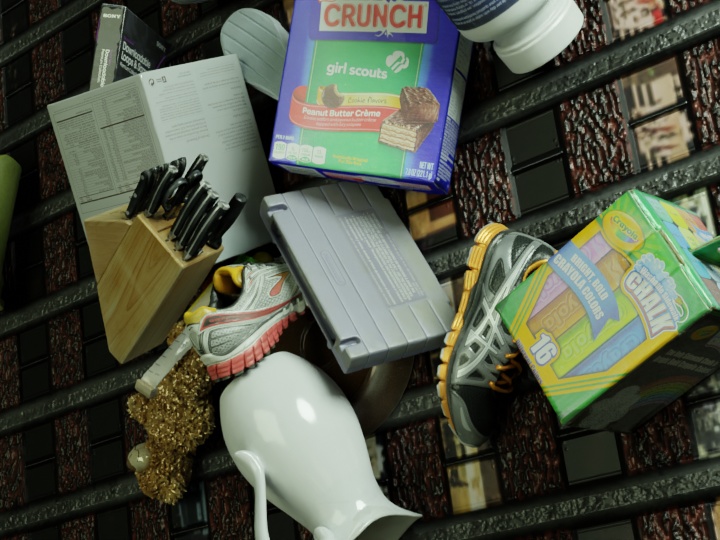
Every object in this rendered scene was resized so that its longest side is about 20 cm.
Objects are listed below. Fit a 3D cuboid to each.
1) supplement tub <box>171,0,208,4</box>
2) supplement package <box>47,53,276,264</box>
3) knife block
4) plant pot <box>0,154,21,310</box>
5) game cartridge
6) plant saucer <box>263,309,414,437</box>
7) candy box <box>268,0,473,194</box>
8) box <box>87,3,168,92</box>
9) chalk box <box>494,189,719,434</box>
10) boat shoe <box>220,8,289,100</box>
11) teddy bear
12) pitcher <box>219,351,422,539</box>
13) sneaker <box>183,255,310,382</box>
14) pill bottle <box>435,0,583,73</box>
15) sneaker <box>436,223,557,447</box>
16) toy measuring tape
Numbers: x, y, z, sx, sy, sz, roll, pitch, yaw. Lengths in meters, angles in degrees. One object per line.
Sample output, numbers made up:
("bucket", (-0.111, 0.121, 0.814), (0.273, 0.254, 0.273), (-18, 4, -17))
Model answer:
("supplement tub", (-0.133, -0.371, 1.410), (0.199, 0.132, 0.133), (-4, 79, 38))
("supplement package", (-0.200, -0.103, 1.358), (0.150, 0.151, 0.201), (-10, 99, 38))
("knife block", (-0.174, -0.008, 1.233), (0.175, 0.064, 0.202), (4, 110, 36))
("plant pot", (-0.522, -0.069, 1.650), (0.199, 0.200, 0.186), (4, 73, 40))
("game cartridge", (0.000, 0.000, 1.235), (0.201, 0.129, 0.038), (61, 144, 30))
("plant saucer", (-0.032, 0.075, 1.306), (0.199, 0.032, 0.202), (-8, 78, 38))
("candy box", (0.015, -0.187, 1.250), (0.168, 0.077, 0.202), (8, 86, 14))
("box", (-0.270, -0.186, 1.482), (0.036, 0.143, 0.202), (5, 85, 11))
("chalk box", (0.233, 0.022, 1.038), (0.200, 0.124, 0.124), (-43, 58, 24))
("boat shoe", (-0.078, -0.208, 1.376), (0.072, 0.062, 0.200), (-49, 55, 9))
("teddy bear", (-0.205, 0.150, 1.409), (0.145, 0.067, 0.201), (39, 106, 40))
("pitcher", (-0.060, 0.183, 1.192), (0.200, 0.171, 0.121), (54, 127, 18))
("sneaker", (-0.092, 0.016, 1.244), (0.078, 0.200, 0.082), (-20, 111, 43))
("pill bottle", (0.107, -0.275, 1.144), (0.111, 0.200, 0.111), (-35, 24, 18))
("sneaker", (0.124, 0.060, 1.153), (0.077, 0.078, 0.202), (11, 90, 31))
("toy measuring tape", (-0.155, 0.062, 1.358), (0.073, 0.074, 0.200), (25, 69, 39))
